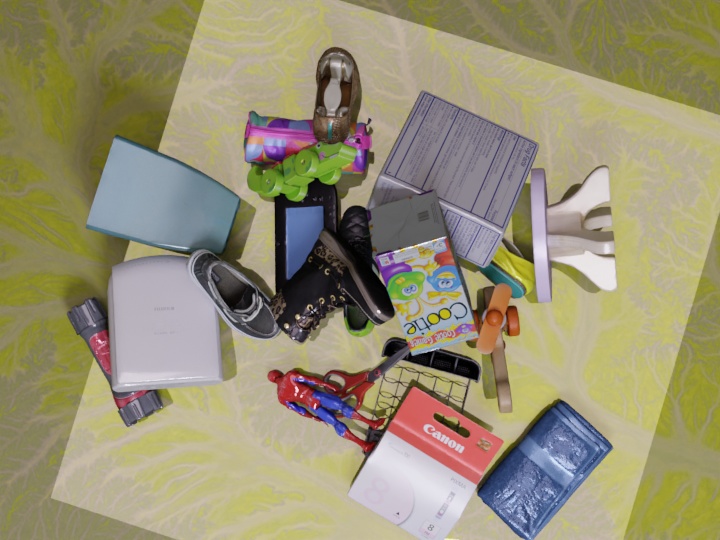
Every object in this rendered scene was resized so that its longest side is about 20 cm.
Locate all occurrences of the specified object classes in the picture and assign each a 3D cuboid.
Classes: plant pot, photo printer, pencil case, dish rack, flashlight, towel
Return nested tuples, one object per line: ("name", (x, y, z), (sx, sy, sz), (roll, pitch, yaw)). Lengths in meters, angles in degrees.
("plant pot", (-0.287, -0.097, 1.645), (0.198, 0.141, 0.142), (19, 89, -6))
("photo printer", (-0.294, 0.075, 1.642), (0.165, 0.069, 0.202), (-2, 74, -14))
("pencil case", (-0.080, -0.195, 1.663), (0.198, 0.088, 0.089), (4, 88, 3))
("dish rack", (0.088, 0.215, 1.656), (0.152, 0.055, 0.202), (15, 89, 4))
("flashlight", (-0.376, 0.137, 1.669), (0.067, 0.068, 0.201), (-29, 88, 3))
("towel", (0.276, 0.302, 1.648), (0.112, 0.049, 0.200), (42, 90, 4))

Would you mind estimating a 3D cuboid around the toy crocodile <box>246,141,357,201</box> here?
("toy crocodile", (-0.088, -0.150, 1.603), (0.199, 0.067, 0.062), (-22, 68, 41))

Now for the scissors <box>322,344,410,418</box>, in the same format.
("scissors", (0.021, 0.164, 1.635), (0.199, 0.014, 0.074), (-24, 78, 31))

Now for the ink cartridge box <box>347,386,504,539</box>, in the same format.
("ink cartridge box", (0.094, 0.294, 1.613), (0.162, 0.057, 0.201), (30, 121, 2))

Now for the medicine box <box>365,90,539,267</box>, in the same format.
("medicine box", (0.136, -0.135, 1.605), (0.199, 0.103, 0.183), (25, 57, 2))

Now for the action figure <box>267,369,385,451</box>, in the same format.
("action figure", (-0.059, 0.202, 1.648), (0.199, 0.052, 0.066), (27, 107, 19))

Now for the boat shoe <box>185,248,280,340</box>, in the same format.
("boat shoe", (-0.179, 0.047, 1.615), (0.072, 0.071, 0.200), (-53, 128, -8))

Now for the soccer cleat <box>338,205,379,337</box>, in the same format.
("soccer cleat", (0.000, 0.000, 1.653), (0.067, 0.081, 0.202), (-2, 88, 2))

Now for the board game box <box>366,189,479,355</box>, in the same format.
("board game box", (0.088, 0.006, 1.529), (0.102, 0.105, 0.201), (-16, 131, 7))

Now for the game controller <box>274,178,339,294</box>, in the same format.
("game controller", (-0.081, -0.041, 1.668), (0.103, 0.042, 0.202), (-2, 88, 28))

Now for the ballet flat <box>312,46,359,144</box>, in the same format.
("ballet flat", (-0.035, -0.275, 1.629), (0.070, 0.066, 0.201), (1, 56, -2))

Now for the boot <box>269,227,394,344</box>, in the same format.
("boot", (-0.045, 0.047, 1.579), (0.151, 0.073, 0.200), (-48, 49, 12))

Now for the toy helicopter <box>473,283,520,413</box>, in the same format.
("toy helicopter", (0.201, 0.110, 1.586), (0.078, 0.133, 0.201), (-5, 55, 2))

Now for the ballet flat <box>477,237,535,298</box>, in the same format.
("ballet flat", (0.185, -0.037, 1.664), (0.199, 0.067, 0.067), (36, 68, 0))

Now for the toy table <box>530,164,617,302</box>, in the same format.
("toy table", (0.314, -0.055, 1.607), (0.116, 0.184, 0.202), (-4, 119, 13))
